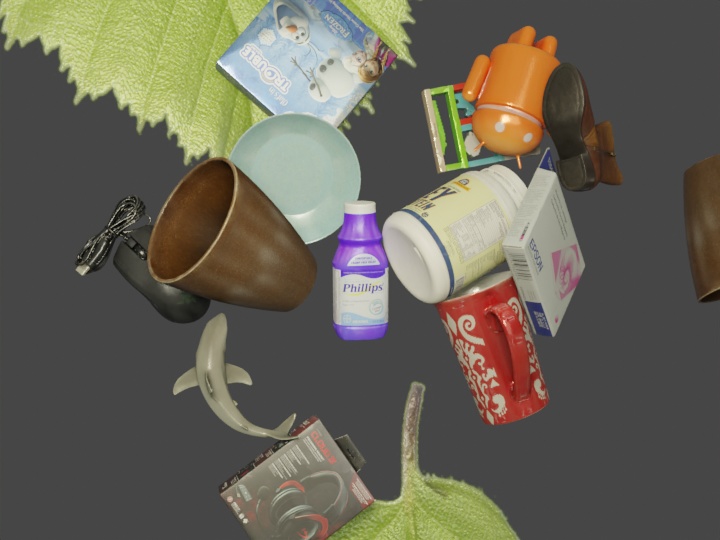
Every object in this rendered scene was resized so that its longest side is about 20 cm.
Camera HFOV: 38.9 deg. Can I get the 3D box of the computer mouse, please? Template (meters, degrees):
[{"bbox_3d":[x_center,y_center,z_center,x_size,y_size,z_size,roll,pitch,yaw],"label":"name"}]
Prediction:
[{"bbox_3d":[-0.302,-0.001,1.472,0.200,0.053,0.139,40,80,-6],"label":"computer mouse"}]

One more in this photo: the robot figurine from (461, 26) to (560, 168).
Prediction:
[{"bbox_3d":[0.236,-0.259,1.529,0.143,0.116,0.202,26,80,-53],"label":"robot figurine"}]

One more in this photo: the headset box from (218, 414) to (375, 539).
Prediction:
[{"bbox_3d":[-0.085,0.319,1.485,0.199,0.075,0.149,-35,93,-10],"label":"headset box"}]

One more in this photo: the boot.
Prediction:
[{"bbox_3d":[0.350,-0.217,1.539,0.068,0.199,0.191,-14,91,34],"label":"boot"}]

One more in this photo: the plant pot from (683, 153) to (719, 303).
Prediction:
[{"bbox_3d":[0.582,-0.076,1.589,0.185,0.187,0.202,-14,76,-11],"label":"plant pot"}]

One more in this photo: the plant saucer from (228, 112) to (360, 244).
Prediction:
[{"bbox_3d":[-0.099,-0.138,1.500,0.198,0.039,0.203,-2,113,-6],"label":"plant saucer"}]

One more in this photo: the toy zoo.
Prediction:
[{"bbox_3d":[0.203,-0.233,1.592,0.197,0.020,0.133,-12,90,-11],"label":"toy zoo"}]

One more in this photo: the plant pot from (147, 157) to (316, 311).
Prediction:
[{"bbox_3d":[-0.162,-0.027,1.428,0.199,0.186,0.189,32,81,-36],"label":"plant pot"}]

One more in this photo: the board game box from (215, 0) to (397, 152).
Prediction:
[{"bbox_3d":[-0.080,-0.315,1.532,0.200,0.043,0.200,40,82,-7],"label":"board game box"}]

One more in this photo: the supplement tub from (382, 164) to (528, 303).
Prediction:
[{"bbox_3d":[0.148,-0.057,1.502,0.199,0.145,0.146,-30,93,-21],"label":"supplement tub"}]

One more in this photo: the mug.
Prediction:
[{"bbox_3d":[0.195,0.121,1.504,0.132,0.177,0.202,-18,96,17],"label":"mug"}]

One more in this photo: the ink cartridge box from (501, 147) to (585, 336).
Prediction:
[{"bbox_3d":[0.281,-0.041,1.496,0.201,0.043,0.197,-60,140,-30],"label":"ink cartridge box"}]

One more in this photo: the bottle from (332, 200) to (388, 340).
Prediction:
[{"bbox_3d":[0.000,0.000,1.501,0.082,0.065,0.203,-2,101,-11],"label":"bottle"}]

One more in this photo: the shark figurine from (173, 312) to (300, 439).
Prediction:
[{"bbox_3d":[-0.189,0.182,1.458,0.128,0.090,0.215,-36,84,-7],"label":"shark figurine"}]
